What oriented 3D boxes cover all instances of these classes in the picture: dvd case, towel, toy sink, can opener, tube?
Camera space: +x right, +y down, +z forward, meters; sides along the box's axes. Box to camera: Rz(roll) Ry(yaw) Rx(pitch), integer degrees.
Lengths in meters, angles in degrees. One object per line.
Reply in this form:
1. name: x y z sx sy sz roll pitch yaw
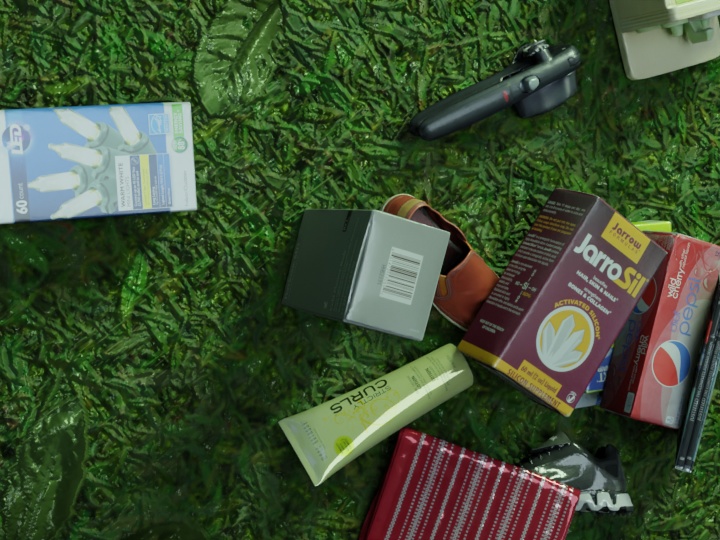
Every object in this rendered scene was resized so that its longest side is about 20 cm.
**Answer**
1. dvd case: 0.373 0.104 1.355 0.022 0.146 0.201 15 100 13
2. towel: 0.110 0.258 1.291 0.199 0.022 0.145 19 94 3
3. toy sink: 0.346 -0.317 1.339 0.130 0.112 0.201 -17 100 -19
4. can opener: 0.143 -0.182 1.298 0.199 0.063 0.079 -25 103 -18
5. tube: 0.021 0.142 1.281 0.199 0.058 0.052 -26 119 -15

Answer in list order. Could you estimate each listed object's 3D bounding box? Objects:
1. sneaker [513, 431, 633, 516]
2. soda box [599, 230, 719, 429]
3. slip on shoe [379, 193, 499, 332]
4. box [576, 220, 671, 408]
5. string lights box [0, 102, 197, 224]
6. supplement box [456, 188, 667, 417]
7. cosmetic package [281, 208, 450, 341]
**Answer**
1. sneaker: 0.197 0.219 1.350 0.199 0.066 0.091 2 77 -13
2. soda box: 0.321 0.062 1.333 0.070 0.063 0.201 15 89 -22
3. slip on shoe: 0.097 0.000 1.296 0.074 0.061 0.200 -47 109 -13
4. box: 0.284 0.049 1.377 0.121 0.048 0.201 -6 95 -20
5. string lights box: -0.257 -0.099 1.154 0.199 0.059 0.103 -6 97 -20
6. supplement box: 0.205 0.031 1.276 0.110 0.086 0.200 34 86 -24
7. cosmetic package: 0.000 0.000 1.186 0.090 0.200 0.107 15 86 -23
